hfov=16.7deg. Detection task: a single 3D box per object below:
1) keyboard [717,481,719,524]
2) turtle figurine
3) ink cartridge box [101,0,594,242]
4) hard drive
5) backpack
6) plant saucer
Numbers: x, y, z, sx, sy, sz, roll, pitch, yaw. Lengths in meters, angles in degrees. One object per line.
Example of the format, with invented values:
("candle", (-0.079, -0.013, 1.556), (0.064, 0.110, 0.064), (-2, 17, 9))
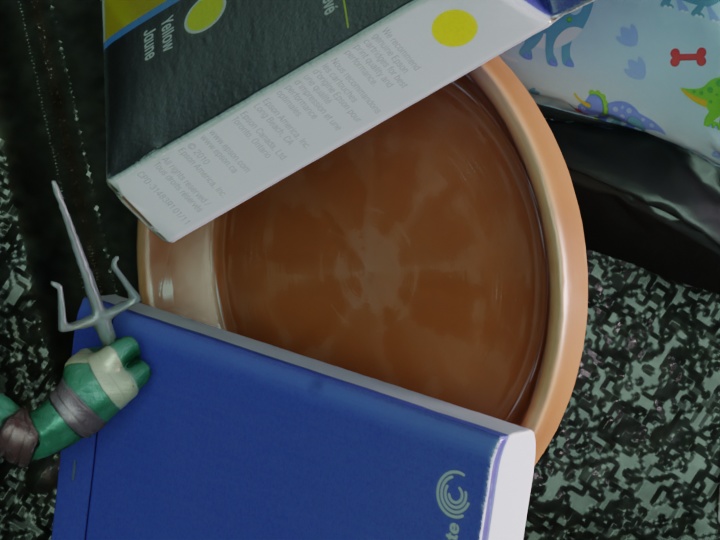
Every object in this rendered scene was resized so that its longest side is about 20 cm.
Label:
("keyboard", (0.175, 0.003, 0.968), (0.056, 0.011, 0.200), (3, 90, -7))
("turtle figurine", (-0.160, 0.063, 0.901), (0.150, 0.101, 0.200), (11, 109, 31))
("ink cartridge box", (-0.002, -0.129, 0.851), (0.200, 0.198, 0.047), (-30, 129, 20))
("hard drive", (-0.032, 0.096, 0.883), (0.200, 0.025, 0.132), (16, 104, 38))
("backpack", (0.118, -0.113, 0.905), (0.163, 0.154, 0.200), (23, 76, 25))
("plant saucer", (0.000, 0.000, 0.893), (0.200, 0.032, 0.201), (6, 100, 39))
